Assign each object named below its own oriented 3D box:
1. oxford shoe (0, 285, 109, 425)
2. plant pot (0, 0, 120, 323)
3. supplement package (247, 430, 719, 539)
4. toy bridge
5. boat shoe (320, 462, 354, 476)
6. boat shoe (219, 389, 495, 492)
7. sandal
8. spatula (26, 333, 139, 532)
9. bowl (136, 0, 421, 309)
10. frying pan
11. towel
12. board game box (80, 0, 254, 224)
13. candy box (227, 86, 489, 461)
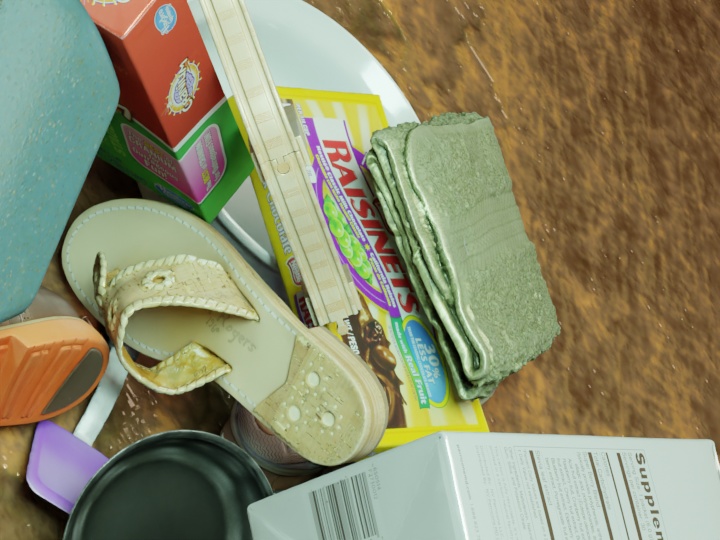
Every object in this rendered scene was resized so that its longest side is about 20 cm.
[{"bbox_3d":[-0.212,0.033,1.273,0.200,0.071,0.073,4,37,-50],"label":"oxford shoe"},{"bbox_3d":[-0.224,-0.071,1.181,0.200,0.196,0.196,25,87,-45],"label":"plant pot"},{"bbox_3d":[0.068,0.144,1.213,0.200,0.121,0.120,6,67,-49],"label":"supplement package"},{"bbox_3d":[-0.040,-0.059,1.294,0.067,0.027,0.200,-107,177,-72],"label":"toy bridge"},{"bbox_3d":[0.010,0.191,1.360,0.072,0.072,0.200,12,69,-44],"label":"boat shoe"},{"bbox_3d":[-0.006,0.076,1.454,0.200,0.072,0.076,-14,59,-46],"label":"boat shoe"},{"bbox_3d":[-0.085,0.027,1.318,0.212,0.078,0.070,33,21,28],"label":"sandal"},{"bbox_3d":[-0.126,0.056,1.375,0.057,0.021,0.200,36,39,-19],"label":"spatula"},{"bbox_3d":[-0.055,-0.050,1.482,0.201,0.090,0.201,28,44,-31],"label":"bowl"},{"bbox_3d":[-0.064,0.109,1.315,0.190,0.031,0.115,-37,116,-19],"label":"frying pan"},{"bbox_3d":[0.059,-0.013,1.444,0.200,0.036,0.148,-23,92,-75],"label":"towel"},{"bbox_3d":[-0.137,-0.113,1.298,0.153,0.200,0.040,31,75,20],"label":"board game box"},{"bbox_3d":[0.000,0.000,1.405,0.102,0.026,0.200,2,65,-51],"label":"candy box"}]
